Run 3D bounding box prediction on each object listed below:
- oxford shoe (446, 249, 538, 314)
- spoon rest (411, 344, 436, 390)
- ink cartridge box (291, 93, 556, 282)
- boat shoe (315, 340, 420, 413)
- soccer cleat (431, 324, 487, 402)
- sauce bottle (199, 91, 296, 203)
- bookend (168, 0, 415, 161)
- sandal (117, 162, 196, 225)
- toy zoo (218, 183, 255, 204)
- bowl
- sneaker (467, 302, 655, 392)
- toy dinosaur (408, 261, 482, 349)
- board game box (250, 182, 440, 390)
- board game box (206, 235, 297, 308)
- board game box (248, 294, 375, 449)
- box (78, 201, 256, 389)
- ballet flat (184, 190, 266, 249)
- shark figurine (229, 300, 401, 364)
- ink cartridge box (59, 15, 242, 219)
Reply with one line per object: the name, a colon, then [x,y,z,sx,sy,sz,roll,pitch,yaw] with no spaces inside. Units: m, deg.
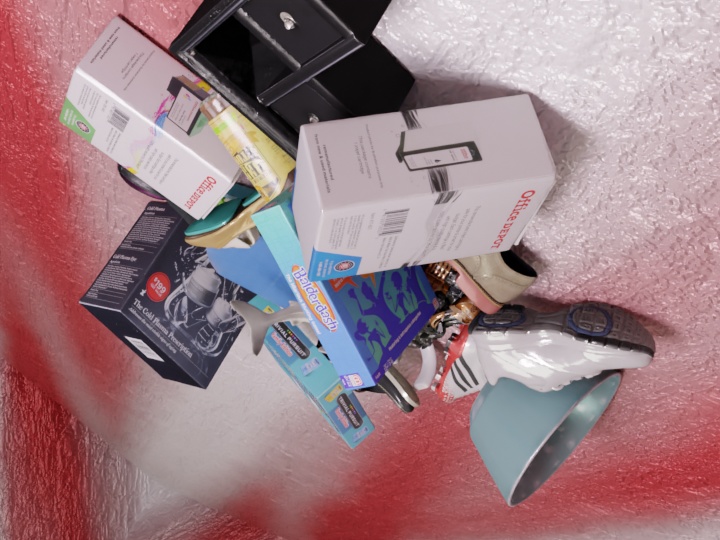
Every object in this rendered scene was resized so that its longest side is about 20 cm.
oxford shoe: [0.103,-0.048,0.950,0.074,0.071,0.200,-32,114,29]
spoon rest: [0.032,0.068,1.246,0.200,0.061,0.099,50,151,-9]
ink cartridge box: [0.048,-0.068,0.803,0.197,0.085,0.146,-10,158,-12]
boat shoe: [0.008,0.143,1.305,0.200,0.068,0.072,38,-179,39]
soccer cleat: [0.146,0.131,1.214,0.084,0.069,0.201,25,151,12]
sauce bottle: [-0.085,-0.107,0.967,0.201,0.065,0.064,53,150,-12]
bookend: [-0.027,-0.181,0.781,0.200,0.093,0.198,40,153,-23]
sandal: [-0.263,-0.110,1.203,0.201,0.048,0.075,50,161,-23]
toy zoo: [-0.118,-0.057,1.201,0.198,0.021,0.132,19,153,23]
bowl: [0.203,0.167,1.102,0.105,0.201,0.202,39,161,26]
sneaker: [0.214,0.085,0.994,0.198,0.075,0.088,2,118,32]
toy dinosaur: [0.099,0.036,1.063,0.135,0.102,0.201,-22,104,40]
board game box: [-0.008,-0.007,0.941,0.045,0.152,0.201,-16,110,40]
board game box: [-0.101,-0.007,1.211,0.198,0.039,0.158,28,152,-10]
board game box: [-0.073,0.137,1.298,0.200,0.047,0.152,43,167,38]
box: [-0.264,0.035,1.343,0.103,0.183,0.200,6,147,40]
ballet flat: [-0.125,-0.058,1.085,0.199,0.069,0.063,-24,114,36]
shark figurine: [-0.040,0.043,1.143,0.212,0.129,0.090,7,124,16]
ink cartridge box: [-0.222,-0.162,1.041,0.199,0.085,0.145,36,155,-13]
